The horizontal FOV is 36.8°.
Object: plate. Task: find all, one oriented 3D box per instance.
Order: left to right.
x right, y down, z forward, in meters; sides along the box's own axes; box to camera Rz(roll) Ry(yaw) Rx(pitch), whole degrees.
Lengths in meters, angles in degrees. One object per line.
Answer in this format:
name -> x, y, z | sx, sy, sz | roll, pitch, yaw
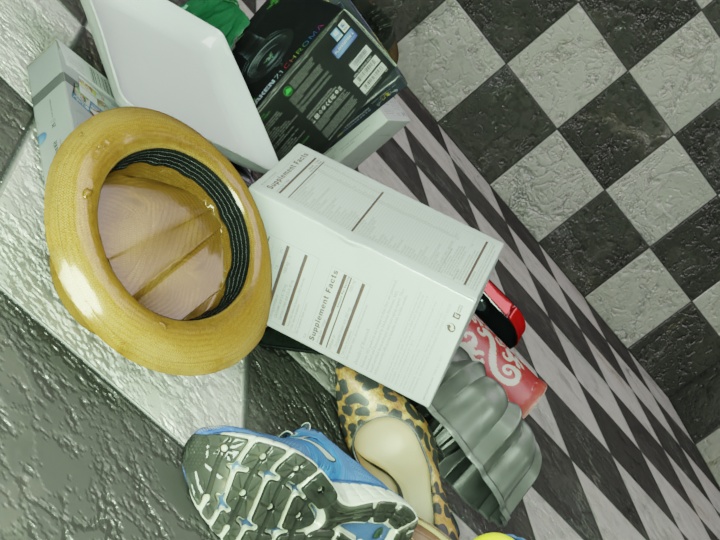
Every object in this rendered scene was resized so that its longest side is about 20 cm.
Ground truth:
plate -> -0.173, -0.181, 0.987 | 0.198, 0.032, 0.202 | 21, 36, -51

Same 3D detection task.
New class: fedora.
fedora -> -0.146, -0.012, 0.735 | 0.199, 0.081, 0.204 | 31, 48, -40

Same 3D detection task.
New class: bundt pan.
bundt pan -> 0.095, 0.140, 1.026 | 0.202, 0.076, 0.202 | 47, -13, 14

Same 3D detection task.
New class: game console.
game console -> 0.093, 0.039, 1.263 | 0.177, 0.031, 0.200 | 43, -28, -1

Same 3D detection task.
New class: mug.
mug -> 0.080, 0.106, 1.201 | 0.200, 0.178, 0.133 | 48, 51, 2

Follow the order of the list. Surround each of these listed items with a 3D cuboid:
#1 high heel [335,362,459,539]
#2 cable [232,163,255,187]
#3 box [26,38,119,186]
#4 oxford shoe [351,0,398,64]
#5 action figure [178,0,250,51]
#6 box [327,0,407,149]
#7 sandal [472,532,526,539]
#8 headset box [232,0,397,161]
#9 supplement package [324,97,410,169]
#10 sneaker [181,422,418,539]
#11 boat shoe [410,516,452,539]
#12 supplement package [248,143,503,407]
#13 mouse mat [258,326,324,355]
high heel -> 0.029, 0.173, 0.907 | 0.202, 0.071, 0.143 | 59, 10, -3
cable -> -0.121, -0.061, 1.036 | 0.202, 0.050, 0.163 | 61, 14, 7
box -> -0.192, -0.078, 0.879 | 0.156, 0.041, 0.202 | 39, 19, -44
oxford shoe -> -0.010, -0.328, 1.408 | 0.202, 0.072, 0.085 | 64, 2, 33
action figure -> -0.174, -0.252, 1.174 | 0.116, 0.055, 0.201 | 23, 39, 6
box -> -0.065, -0.229, 1.307 | 0.159, 0.199, 0.051 | 54, 9, 12
sandal -> 0.138, 0.296, 0.881 | 0.087, 0.078, 0.204 | -40, 113, -78
headset box -> -0.082, -0.208, 1.183 | 0.093, 0.175, 0.200 | 41, 1, -33
supplement package -> -0.061, -0.230, 1.425 | 0.201, 0.150, 0.152 | 53, 15, 3
sneaker -> -0.050, 0.150, 0.747 | 0.199, 0.079, 0.089 | 33, 2, -42
boat shoe -> 0.067, 0.267, 0.804 | 0.201, 0.072, 0.067 | 52, 16, 4
supplement package -> 0.000, 0.000, 0.890 | 0.197, 0.111, 0.114 | 26, 31, 8
mouse mat -> 0.000, 0.048, 1.014 | 0.200, 0.158, 0.008 | -54, 149, -74
